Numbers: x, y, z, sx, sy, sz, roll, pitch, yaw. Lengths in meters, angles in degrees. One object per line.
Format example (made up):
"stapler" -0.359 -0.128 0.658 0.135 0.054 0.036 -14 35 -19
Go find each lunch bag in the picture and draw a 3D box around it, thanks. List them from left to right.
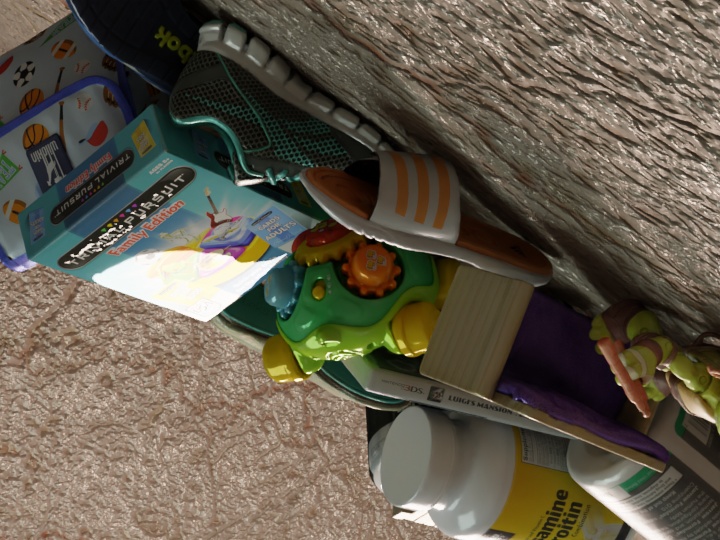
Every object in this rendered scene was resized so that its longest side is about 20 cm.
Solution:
"lunch bag" -0.235 -0.112 1.328 0.124 0.170 0.200 40 -149 -47

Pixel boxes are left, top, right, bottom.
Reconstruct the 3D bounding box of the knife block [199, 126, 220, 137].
"knife block" -0.105 -0.038 1.383 0.200 0.064 0.176 6 126 52

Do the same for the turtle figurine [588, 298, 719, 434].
"turtle figurine" 0.204 0.065 0.998 0.200 0.064 0.161 30 -175 -23

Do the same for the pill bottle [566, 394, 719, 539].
"pill bottle" 0.266 0.173 1.241 0.200 0.113 0.113 40 174 -18

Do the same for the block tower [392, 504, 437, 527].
"block tower" 0.127 0.202 1.386 0.200 0.054 0.058 16 147 -23

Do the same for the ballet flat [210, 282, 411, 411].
"ballet flat" -0.043 0.063 1.393 0.200 0.067 0.062 30 157 -3

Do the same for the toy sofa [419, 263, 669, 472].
"toy sofa" 0.143 0.069 1.097 0.098 0.083 0.200 19 176 44

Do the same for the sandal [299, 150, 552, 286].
"sandal" 0.054 -0.048 1.086 0.207 0.059 0.079 17 -158 -30

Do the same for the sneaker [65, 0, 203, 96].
"sneaker" -0.163 -0.183 1.191 0.082 0.074 0.200 34 173 44

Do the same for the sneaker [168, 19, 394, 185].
"sneaker" -0.054 -0.090 1.166 0.200 0.091 0.078 36 171 -3

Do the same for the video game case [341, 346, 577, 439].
"video game case" 0.064 0.077 1.293 0.182 0.023 0.200 14 -170 -18

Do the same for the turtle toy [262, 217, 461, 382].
"turtle toy" 0.000 0.000 1.215 0.101 0.146 0.200 67 -154 -19

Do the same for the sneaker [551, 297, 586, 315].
"sneaker" 0.113 0.037 1.274 0.087 0.074 0.200 32 180 -12

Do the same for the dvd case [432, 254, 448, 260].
"dvd case" -0.017 -0.012 1.490 0.149 0.016 0.200 -6 -173 -14

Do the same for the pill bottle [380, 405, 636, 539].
"pill bottle" 0.121 0.169 1.292 0.200 0.112 0.112 15 -176 -25

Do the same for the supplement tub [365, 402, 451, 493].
"supplement tub" 0.064 0.104 1.468 0.123 0.122 0.200 42 -146 -43

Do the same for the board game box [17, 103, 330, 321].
"board game box" -0.140 -0.038 1.251 0.200 0.151 0.047 22 -140 -49
